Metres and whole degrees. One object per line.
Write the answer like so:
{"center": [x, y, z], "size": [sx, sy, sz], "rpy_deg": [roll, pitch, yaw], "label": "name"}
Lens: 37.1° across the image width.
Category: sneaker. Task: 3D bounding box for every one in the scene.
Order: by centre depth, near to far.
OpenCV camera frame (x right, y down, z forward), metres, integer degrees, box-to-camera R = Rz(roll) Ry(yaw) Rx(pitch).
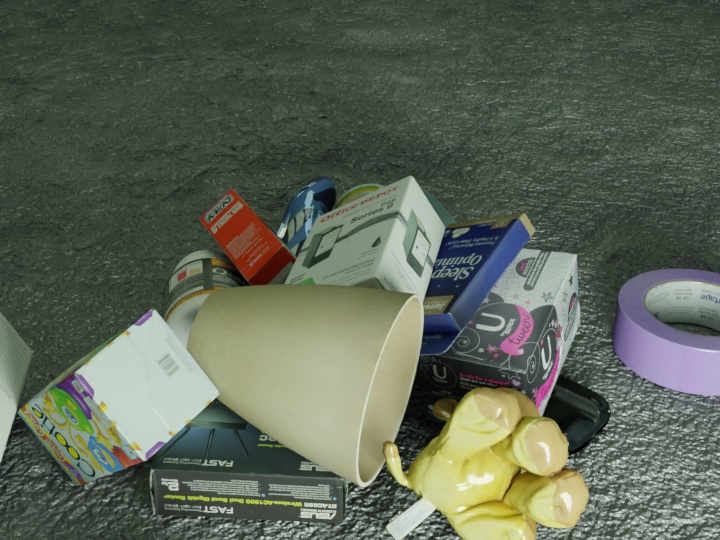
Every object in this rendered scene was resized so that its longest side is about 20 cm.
{"center": [-0.072, -0.041, 1.482], "size": [0.082, 0.074, 0.201], "rpy_deg": [13, 61, 26], "label": "sneaker"}

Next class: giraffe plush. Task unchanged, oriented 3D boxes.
{"center": [0.130, 0.185, 1.077], "size": [0.199, 0.174, 0.162], "rpy_deg": [-25, 6, 26], "label": "giraffe plush"}

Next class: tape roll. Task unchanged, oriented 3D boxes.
{"center": [0.419, 0.073, 1.342], "size": [0.198, 0.066, 0.201], "rpy_deg": [1, 28, 0], "label": "tape roll"}

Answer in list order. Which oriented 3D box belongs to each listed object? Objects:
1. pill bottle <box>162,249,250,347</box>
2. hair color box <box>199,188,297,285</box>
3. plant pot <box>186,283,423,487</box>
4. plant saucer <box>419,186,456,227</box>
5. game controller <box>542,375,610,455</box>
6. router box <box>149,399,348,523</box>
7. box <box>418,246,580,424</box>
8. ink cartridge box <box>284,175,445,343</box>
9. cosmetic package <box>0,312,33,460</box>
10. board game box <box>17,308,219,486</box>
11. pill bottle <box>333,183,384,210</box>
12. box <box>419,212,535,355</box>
{"center": [-0.183, 0.051, 1.306], "size": [0.115, 0.117, 0.200], "rpy_deg": [-4, 21, -8], "label": "pill bottle"}
{"center": [-0.117, -0.015, 1.321], "size": [0.064, 0.111, 0.200], "rpy_deg": [-44, 34, -3], "label": "hair color box"}
{"center": [-0.060, 0.089, 1.046], "size": [0.198, 0.189, 0.187], "rpy_deg": [15, 31, 16], "label": "plant pot"}
{"center": [0.115, -0.023, 1.439], "size": [0.039, 0.201, 0.201], "rpy_deg": [-37, 24, 16], "label": "plant saucer"}
{"center": [0.185, 0.147, 1.241], "size": [0.199, 0.042, 0.104], "rpy_deg": [24, 51, 37], "label": "game controller"}
{"center": [-0.108, 0.188, 1.123], "size": [0.198, 0.063, 0.150], "rpy_deg": [2, 30, 2], "label": "router box"}
{"center": [0.161, 0.073, 1.211], "size": [0.131, 0.115, 0.201], "rpy_deg": [9, 44, 25], "label": "box"}
{"center": [0.000, 0.000, 1.192], "size": [0.145, 0.084, 0.201], "rpy_deg": [-22, 27, 28], "label": "ink cartridge box"}
{"center": [-0.460, 0.114, 1.089], "size": [0.166, 0.167, 0.200], "rpy_deg": [-26, 28, 7], "label": "cosmetic package"}
{"center": [-0.244, 0.130, 1.060], "size": [0.103, 0.105, 0.200], "rpy_deg": [-42, 8, -35], "label": "board game box"}
{"center": [0.022, -0.030, 1.469], "size": [0.110, 0.112, 0.200], "rpy_deg": [-2, 29, -6], "label": "pill bottle"}
{"center": [0.096, 0.014, 1.182], "size": [0.121, 0.032, 0.200], "rpy_deg": [-6, 37, 50], "label": "box"}
